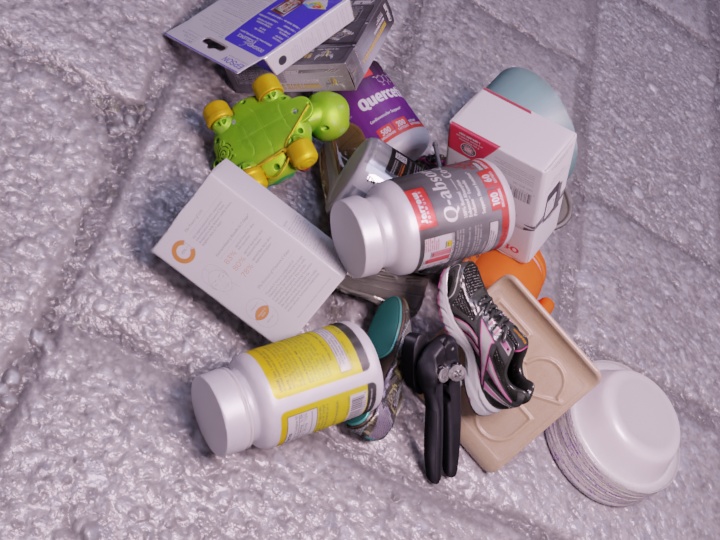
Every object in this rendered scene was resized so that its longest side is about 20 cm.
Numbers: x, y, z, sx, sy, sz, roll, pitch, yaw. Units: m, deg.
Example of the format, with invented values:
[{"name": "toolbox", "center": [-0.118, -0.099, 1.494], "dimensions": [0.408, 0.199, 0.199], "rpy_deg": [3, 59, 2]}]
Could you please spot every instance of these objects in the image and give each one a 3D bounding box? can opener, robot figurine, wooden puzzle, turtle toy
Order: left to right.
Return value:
[{"name": "turtle toy", "center": [-0.107, -0.181, 1.405], "dimensions": [0.200, 0.101, 0.146], "rpy_deg": [-28, 73, 1]}, {"name": "can opener", "center": [0.100, 0.171, 1.302], "dimensions": [0.063, 0.079, 0.200], "rpy_deg": [-17, 110, -24]}, {"name": "robot figurine", "center": [0.193, 0.023, 1.483], "dimensions": [0.144, 0.117, 0.200], "rpy_deg": [7, 40, 26]}, {"name": "wooden puzzle", "center": [0.182, 0.134, 1.373], "dimensions": [0.185, 0.200, 0.046], "rpy_deg": [49, 8, 4]}]

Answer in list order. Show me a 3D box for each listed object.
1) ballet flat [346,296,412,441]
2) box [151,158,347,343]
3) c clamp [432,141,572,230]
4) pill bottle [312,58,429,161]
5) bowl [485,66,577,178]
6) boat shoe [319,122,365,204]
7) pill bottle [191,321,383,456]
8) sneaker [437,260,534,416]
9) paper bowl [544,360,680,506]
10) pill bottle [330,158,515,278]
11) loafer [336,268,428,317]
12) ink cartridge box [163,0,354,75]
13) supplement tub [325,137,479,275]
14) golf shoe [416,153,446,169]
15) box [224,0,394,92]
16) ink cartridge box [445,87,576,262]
[{"name": "ballet flat", "center": [0.033, 0.130, 1.337], "dimensions": [0.072, 0.072, 0.200], "rpy_deg": [28, 56, -15]}, {"name": "box", "center": [-0.129, -0.021, 1.273], "dimensions": [0.200, 0.124, 0.097], "rpy_deg": [38, 16, -7]}, {"name": "c clamp", "center": [0.207, -0.123, 1.526], "dimensions": [0.200, 0.027, 0.171], "rpy_deg": [2, 54, -2]}, {"name": "pill bottle", "center": [0.006, -0.237, 1.537], "dimensions": [0.112, 0.112, 0.200], "rpy_deg": [-24, 75, -42]}, {"name": "bowl", "center": [0.230, -0.204, 1.632], "dimensions": [0.105, 0.201, 0.201], "rpy_deg": [-27, 77, -22]}, {"name": "boat shoe", "center": [-0.016, -0.105, 1.463], "dimensions": [0.074, 0.066, 0.200], "rpy_deg": [3, 70, -25]}, {"name": "pill bottle", "center": [-0.084, 0.137, 1.209], "dimensions": [0.200, 0.114, 0.114], "rpy_deg": [-16, 69, -28]}, {"name": "sneaker", "center": [0.166, 0.079, 1.300], "dimensions": [0.080, 0.086, 0.200], "rpy_deg": [-30, 104, -48]}, {"name": "paper bowl", "center": [0.366, 0.221, 1.473], "dimensions": [0.201, 0.104, 0.201], "rpy_deg": [18, 51, -24]}, {"name": "pill bottle", "center": [0.074, -0.059, 1.252], "dimensions": [0.200, 0.116, 0.116], "rpy_deg": [-16, 69, -23]}, {"name": "loafer", "center": [0.000, 0.000, 1.392], "dimensions": [0.200, 0.070, 0.070], "rpy_deg": [22, 92, -27]}, {"name": "ink cartridge box", "center": [-0.143, -0.341, 1.469], "dimensions": [0.200, 0.043, 0.198], "rpy_deg": [-37, 45, -19]}, {"name": "supplement tub", "center": [0.064, -0.076, 1.381], "dimensions": [0.200, 0.123, 0.123], "rpy_deg": [31, 48, -12]}, {"name": "golf shoe", "center": [0.161, -0.103, 1.581], "dimensions": [0.200, 0.092, 0.073], "rpy_deg": [29, 60, 14]}, {"name": "box", "center": [-0.071, -0.321, 1.489], "dimensions": [0.158, 0.200, 0.048], "rpy_deg": [-66, 146, -35]}, {"name": "ink cartridge box", "center": [0.193, -0.122, 1.397], "dimensions": [0.145, 0.200, 0.083], "rpy_deg": [31, 61, 20]}]
